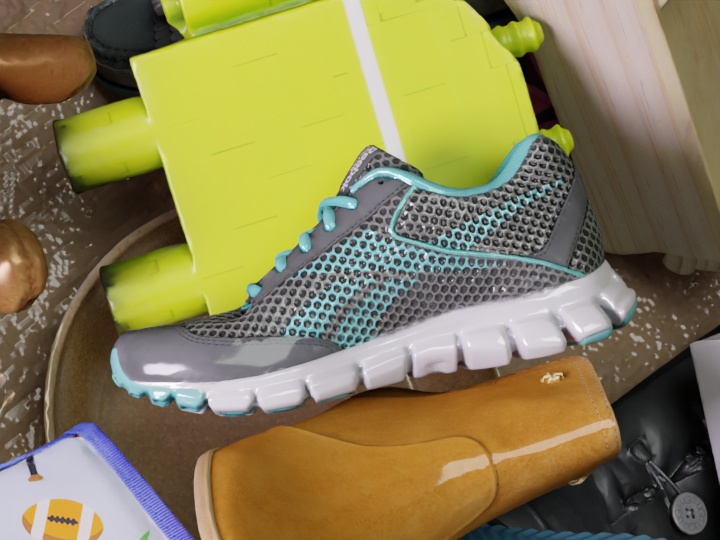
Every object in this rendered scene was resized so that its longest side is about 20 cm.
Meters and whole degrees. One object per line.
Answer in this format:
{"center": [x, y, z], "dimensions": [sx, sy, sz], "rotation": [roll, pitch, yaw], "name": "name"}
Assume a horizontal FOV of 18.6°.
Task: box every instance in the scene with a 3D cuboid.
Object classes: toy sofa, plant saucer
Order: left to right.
{"center": [-0.035, 0.067, 0.909], "dimensions": [0.200, 0.035, 0.200], "rotation": [7, 68, -17], "name": "plant saucer"}
{"center": [0.135, -0.091, 0.928], "dimensions": [0.083, 0.098, 0.200], "rotation": [-60, 141, -30], "name": "toy sofa"}

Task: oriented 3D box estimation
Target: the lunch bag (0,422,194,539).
{"center": [-0.119, 0.176, 0.771], "dimensions": [0.170, 0.124, 0.200], "rotation": [-28, 96, -29], "name": "lunch bag"}

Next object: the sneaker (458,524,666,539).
{"center": [0.082, 0.148, 0.820], "dimensions": [0.077, 0.200, 0.081], "rotation": [-39, 131, -55], "name": "sneaker"}

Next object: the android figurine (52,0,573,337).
{"center": [-0.015, -0.045, 0.875], "dimensions": [0.200, 0.041, 0.182], "rotation": [-19, 98, -5], "name": "android figurine"}

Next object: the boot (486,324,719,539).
{"center": [0.141, 0.127, 0.939], "dimensions": [0.200, 0.066, 0.165], "rotation": [-31, 106, -41], "name": "boot"}

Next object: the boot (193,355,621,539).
{"center": [0.022, 0.074, 0.784], "dimensions": [0.144, 0.201, 0.071], "rotation": [-16, 98, 6], "name": "boot"}

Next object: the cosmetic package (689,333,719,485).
{"center": [0.198, 0.116, 0.913], "dimensions": [0.083, 0.051, 0.200], "rotation": [-15, 94, -40], "name": "cosmetic package"}

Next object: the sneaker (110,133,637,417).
{"center": [0.000, 0.000, 0.832], "dimensions": [0.200, 0.078, 0.091], "rotation": [-12, 91, -10], "name": "sneaker"}

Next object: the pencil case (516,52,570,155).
{"center": [0.069, -0.149, 1.004], "dimensions": [0.094, 0.091, 0.200], "rotation": [5, 63, 17], "name": "pencil case"}

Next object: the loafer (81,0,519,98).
{"center": [-0.025, -0.123, 0.922], "dimensions": [0.200, 0.063, 0.072], "rotation": [-9, 57, 8], "name": "loafer"}

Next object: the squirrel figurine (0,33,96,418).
{"center": [-0.211, 0.003, 0.823], "dimensions": [0.200, 0.142, 0.187], "rotation": [3, 95, 24], "name": "squirrel figurine"}
